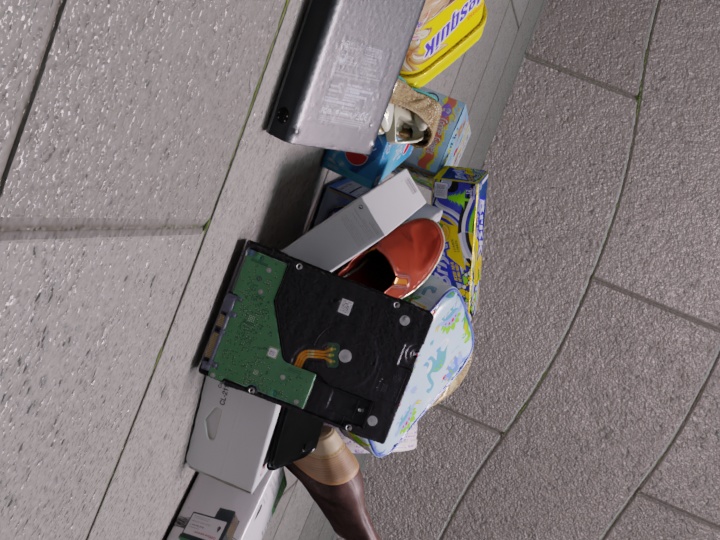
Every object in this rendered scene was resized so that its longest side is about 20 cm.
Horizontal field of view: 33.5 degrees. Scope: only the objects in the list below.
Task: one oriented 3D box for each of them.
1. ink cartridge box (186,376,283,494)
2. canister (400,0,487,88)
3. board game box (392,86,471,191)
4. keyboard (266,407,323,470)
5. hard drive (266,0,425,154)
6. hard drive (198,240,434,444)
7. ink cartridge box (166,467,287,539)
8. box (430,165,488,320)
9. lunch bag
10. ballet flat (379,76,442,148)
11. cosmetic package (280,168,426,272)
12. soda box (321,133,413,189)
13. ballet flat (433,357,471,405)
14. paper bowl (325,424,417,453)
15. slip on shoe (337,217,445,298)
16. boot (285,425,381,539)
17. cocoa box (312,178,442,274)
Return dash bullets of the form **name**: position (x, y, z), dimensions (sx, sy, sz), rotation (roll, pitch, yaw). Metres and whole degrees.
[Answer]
- **ink cartridge box**: position (-0.104, 0.127, 1.329), dimensions (0.200, 0.082, 0.147), rotation (-55, 164, -58)
- **canister**: position (0.073, -0.303, 1.271), dimensions (0.148, 0.087, 0.200), rotation (-41, 161, -17)
- **board game box**: position (0.086, -0.184, 1.674), dimensions (0.200, 0.102, 0.106), rotation (35, 78, -82)
- **keyboard**: position (-0.053, 0.112, 1.274), dimensions (0.104, 0.039, 0.202), rotation (-12, 126, -50)
- **hard drive**: position (-0.004, -0.212, 1.112), dimensions (0.139, 0.033, 0.202), rotation (1, 114, -55)
- **hard drive**: position (-0.044, 0.070, 1.177), dimensions (0.038, 0.198, 0.141), rotation (-127, -123, -82)
- **ink cartridge box**: position (-0.166, 0.308, 1.396), dimensions (0.146, 0.084, 0.201), rotation (90, 23, -67)
- **box**: position (0.127, -0.032, 1.592), dimensions (0.070, 0.064, 0.202), rotation (-47, 143, -64)
- **lunch bag**: position (0.044, 0.111, 1.413), dimensions (0.200, 0.082, 0.161), rotation (-47, 142, -19)
- **ballet flat**: position (0.031, -0.172, 1.283), dimensions (0.199, 0.070, 0.066), rotation (12, 80, -55)
- **cosmetic package**: position (-0.020, -0.038, 1.300), dimensions (0.150, 0.052, 0.200), rotation (-31, -177, 20)
- **soda box**: position (0.020, -0.160, 1.436), dimensions (0.200, 0.067, 0.065), rotation (-47, 160, -68)
- **ballet flat**: position (0.080, 0.142, 1.533), dimensions (0.200, 0.070, 0.065), rotation (-45, 163, -28)
- **paper bowl**: position (-0.020, 0.190, 1.636), dimensions (0.201, 0.198, 0.106), rotation (34, 57, -81)
- **slip on shoe**: position (0.029, -0.002, 1.337), dimensions (0.199, 0.074, 0.061), rotation (-34, 170, -35)
- **boot**: position (-0.061, 0.250, 1.453), dimensions (0.072, 0.199, 0.168), rotation (-31, 113, -27)
- **cocoa box**: position (0.000, 0.000, 1.499), dimensions (0.133, 0.130, 0.202), rotation (-35, 146, -72)
